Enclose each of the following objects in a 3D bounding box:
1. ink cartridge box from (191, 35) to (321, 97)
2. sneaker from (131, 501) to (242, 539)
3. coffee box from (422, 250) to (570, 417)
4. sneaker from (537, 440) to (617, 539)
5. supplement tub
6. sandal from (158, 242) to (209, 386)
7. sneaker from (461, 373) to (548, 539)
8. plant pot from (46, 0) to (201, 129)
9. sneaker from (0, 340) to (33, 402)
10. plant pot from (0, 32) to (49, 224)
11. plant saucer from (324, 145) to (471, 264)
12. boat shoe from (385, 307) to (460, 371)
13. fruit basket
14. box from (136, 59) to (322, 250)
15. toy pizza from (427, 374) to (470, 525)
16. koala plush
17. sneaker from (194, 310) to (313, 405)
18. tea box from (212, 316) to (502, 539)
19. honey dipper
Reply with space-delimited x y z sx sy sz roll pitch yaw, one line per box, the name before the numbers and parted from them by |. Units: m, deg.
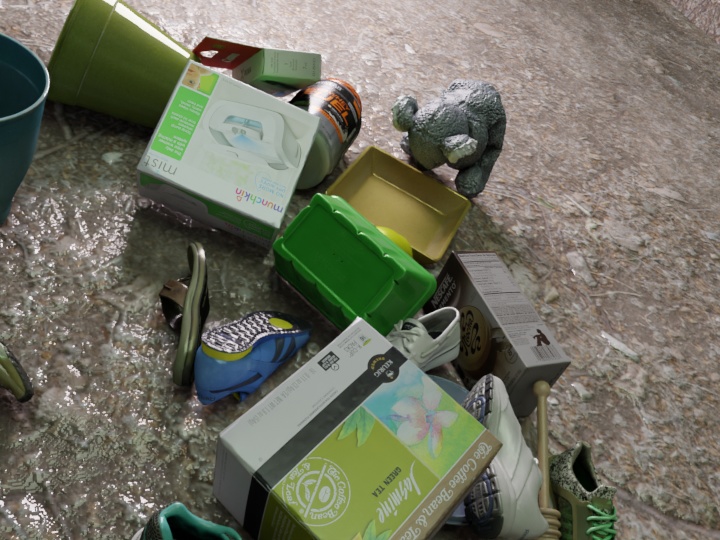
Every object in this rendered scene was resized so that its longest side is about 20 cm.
ink cartridge box | -0.173 -0.309 1.170 0.174 0.046 0.199 1 4 -23
sneaker | -0.113 0.272 0.653 0.198 0.092 0.078 29 40 4
coffee box | 0.172 0.082 1.002 0.079 0.114 0.201 -2 46 -30
sneaker | 0.257 0.279 0.845 0.076 0.089 0.202 6 43 -22
supplement tub | -0.070 -0.226 1.206 0.121 0.123 0.201 26 39 1
sandal | -0.207 0.041 0.876 0.056 0.081 0.203 3 43 -5
sneaker | 0.157 0.210 0.847 0.086 0.075 0.202 22 45 -21
plant pot | -0.341 -0.299 1.112 0.188 0.201 0.202 23 37 -21
sneaker | -0.409 0.084 0.731 0.198 0.077 0.089 30 67 6
plant pot | -0.465 -0.149 0.855 0.197 0.189 0.202 15 40 -13
plant saucer | 0.057 -0.096 1.189 0.198 0.049 0.200 31 39 5
boat shoe | 0.057 0.091 0.928 0.073 0.066 0.199 18 24 32
fruit basket | 0.000 0.000 1.011 0.215 0.156 0.216 42 -2 1
box | -0.178 -0.153 1.029 0.198 0.097 0.179 23 69 -7
toy pizza | 0.087 0.207 0.882 0.197 0.032 0.202 14 41 -12
koala plush | 0.139 -0.229 1.241 0.177 0.185 0.199 39 25 20
sneaker | -0.124 0.099 0.875 0.065 0.080 0.199 20 17 22
tea box | -0.007 0.194 0.736 0.196 0.134 0.199 40 54 17
honey dipper | 0.209 0.223 0.875 0.037 0.038 0.203 13 59 -14
